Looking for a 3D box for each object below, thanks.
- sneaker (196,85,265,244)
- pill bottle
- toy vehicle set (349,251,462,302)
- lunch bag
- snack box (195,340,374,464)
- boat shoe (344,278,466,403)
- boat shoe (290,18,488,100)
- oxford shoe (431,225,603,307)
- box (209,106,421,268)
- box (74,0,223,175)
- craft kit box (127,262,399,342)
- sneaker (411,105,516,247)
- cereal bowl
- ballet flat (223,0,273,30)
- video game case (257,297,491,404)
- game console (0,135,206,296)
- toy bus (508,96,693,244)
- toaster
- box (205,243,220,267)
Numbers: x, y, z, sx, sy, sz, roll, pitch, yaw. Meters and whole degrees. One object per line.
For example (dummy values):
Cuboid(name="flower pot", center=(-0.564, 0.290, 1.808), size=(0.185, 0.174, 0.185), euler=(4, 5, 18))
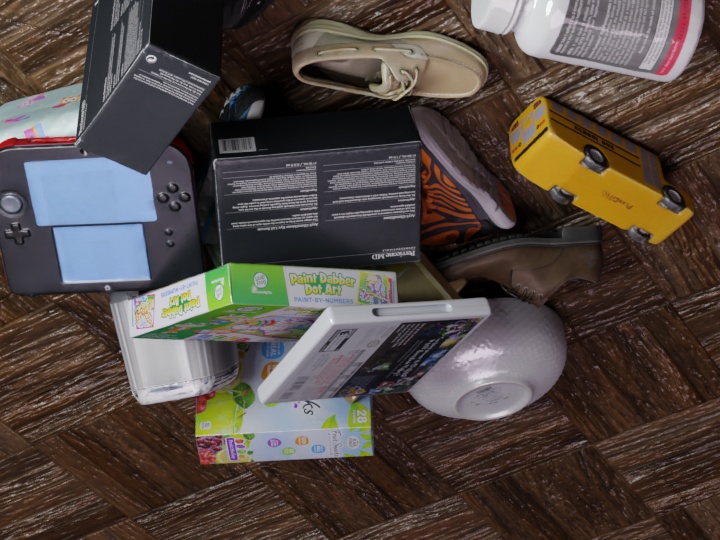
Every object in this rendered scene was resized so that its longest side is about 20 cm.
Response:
Cuboid(name="sneaker", center=(-0.118, -0.103, 1.705), size=(0.087, 0.075, 0.200), euler=(15, 130, -10))
Cuboid(name="pill bottle", center=(0.209, -0.246, 1.544), size=(0.200, 0.111, 0.111), euler=(9, 137, -12))
Cuboid(name="toy vehicle set", center=(0.000, 0.000, 1.754), size=(0.124, 0.027, 0.200), euler=(-36, 105, 20))
Cuboid(name="lunch bag", center=(-0.274, -0.082, 1.676), size=(0.170, 0.122, 0.200), euler=(-14, 117, 12))
Cuboid(name="snack box", center=(-0.087, 0.132, 1.905), size=(0.200, 0.169, 0.068), euler=(-3, 141, 0))
Cuboid(name="boat shoe", center=(0.047, 0.072, 1.860), size=(0.200, 0.072, 0.076), euler=(-38, 91, -5))
Cuboid(name="boat shoe", center=(0.029, -0.195, 1.626), size=(0.200, 0.065, 0.072), euler=(10, 136, -12))
Cuboid(name="oxford shoe", center=(0.173, 0.000, 1.793), size=(0.200, 0.085, 0.073), euler=(-6, 180, -13))
Cuboid(name="box", center=(-0.044, -0.077, 1.631), size=(0.200, 0.079, 0.141), euler=(-5, 124, -6))
Cuboid(name="box", center=(-0.188, -0.210, 1.502), size=(0.079, 0.200, 0.141), euler=(25, 132, -27))
Cuboid(name="craft kit box", center=(-0.098, 0.035, 1.655), size=(0.200, 0.049, 0.197), euler=(3, 164, -36))
Cuboid(name="sneaker", center=(0.073, -0.084, 1.741), size=(0.112, 0.078, 0.200), euler=(-25, 133, 21))
Cuboid(name="cereal bowl", center=(0.147, 0.118, 1.936), size=(0.200, 0.083, 0.200), euler=(-7, 148, -4))
Cuboid(name="ballet flat", center=(-0.075, -0.299, 1.533), size=(0.200, 0.057, 0.066), euler=(-39, 101, 27))
Cuboid(name="video game case", center=(0.011, 0.083, 1.692), size=(0.182, 0.023, 0.200), euler=(-2, 154, -27))
Cuboid(name="game console", center=(-0.255, -0.051, 1.607), size=(0.200, 0.031, 0.177), euler=(-2, 121, 2))
Cuboid(name="toy bus", center=(0.253, -0.101, 1.728), size=(0.200, 0.078, 0.065), euler=(24, 131, -25))
Cuboid(name="toaster", center=(-0.199, 0.070, 1.802), size=(0.113, 0.200, 0.129), euler=(-11, 92, 8))
Cuboid(name="box", center=(-0.064, -0.034, 1.782), size=(0.200, 0.036, 0.145), euler=(-18, 110, 14))
